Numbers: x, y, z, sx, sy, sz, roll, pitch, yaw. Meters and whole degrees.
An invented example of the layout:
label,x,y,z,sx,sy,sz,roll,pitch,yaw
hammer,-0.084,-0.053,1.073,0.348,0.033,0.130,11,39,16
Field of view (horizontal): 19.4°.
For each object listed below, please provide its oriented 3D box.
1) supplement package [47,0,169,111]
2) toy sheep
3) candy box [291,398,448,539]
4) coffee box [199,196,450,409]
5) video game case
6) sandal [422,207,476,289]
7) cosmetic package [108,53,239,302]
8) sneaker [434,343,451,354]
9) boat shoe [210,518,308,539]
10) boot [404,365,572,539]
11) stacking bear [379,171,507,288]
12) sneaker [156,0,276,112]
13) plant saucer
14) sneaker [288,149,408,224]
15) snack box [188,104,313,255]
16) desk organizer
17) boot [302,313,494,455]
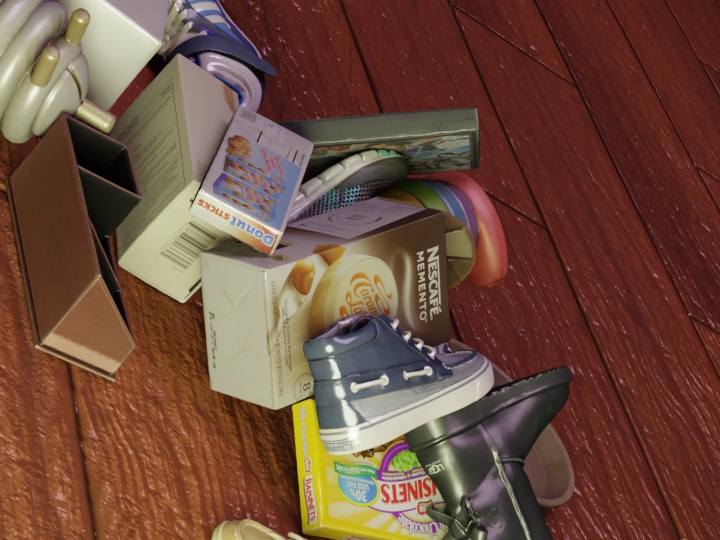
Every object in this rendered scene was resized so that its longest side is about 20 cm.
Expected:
label,x,y,z,sx,sy,sz,roll,pitch,yaw
supplement package,-0.274,-0.229,1.764,0.200,0.120,0.121,36,22,-18
toy sheep,-0.277,-0.167,1.635,0.200,0.138,0.138,36,23,0
candy box,0.024,0.167,1.649,0.199,0.026,0.103,18,61,-47
coffee box,-0.025,0.021,1.654,0.079,0.115,0.199,13,24,43
video game case,0.008,-0.110,1.891,0.181,0.199,0.026,66,20,-81
sandal,0.000,0.000,1.774,0.054,0.199,0.081,-135,-157,-68
cosmetic package,-0.149,-0.079,1.738,0.071,0.105,0.200,33,26,-28
sneaker,0.045,0.086,1.791,0.085,0.077,0.200,34,40,-6
boat shoe,-0.015,0.230,1.471,0.200,0.063,0.073,39,23,-11
boot,0.124,0.176,1.689,0.198,0.073,0.163,-20,88,-47
stacking bear,0.031,-0.023,1.936,0.200,0.121,0.114,-17,107,-52
sneaker,-0.169,-0.219,1.974,0.200,0.081,0.147,44,18,-14
plant saucer,0.111,0.139,1.887,0.200,0.029,0.200,36,25,-19
sneaker,-0.031,-0.033,1.823,0.199,0.078,0.091,-31,86,-24
snack box,-0.083,-0.075,1.655,0.072,0.024,0.200,29,23,-6
desk organizer,-0.206,-0.021,1.573,0.072,0.077,0.200,27,28,-35
boot,0.033,0.070,1.621,0.200,0.072,0.091,-23,102,-54
